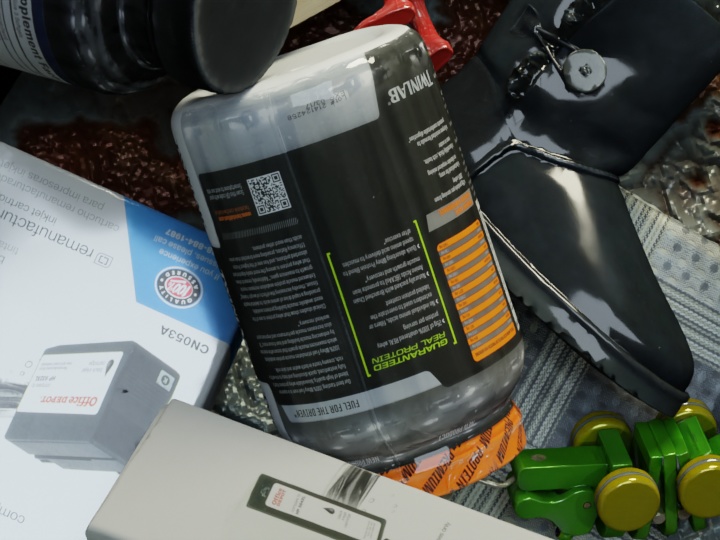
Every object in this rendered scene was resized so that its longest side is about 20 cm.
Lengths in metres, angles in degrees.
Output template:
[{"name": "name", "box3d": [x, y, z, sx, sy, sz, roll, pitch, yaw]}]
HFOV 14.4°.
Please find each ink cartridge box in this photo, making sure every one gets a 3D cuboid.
[{"name": "ink cartridge box", "box3d": [-0.149, 0.063, 1.343, 0.144, 0.084, 0.201, 24, 77, 0]}, {"name": "ink cartridge box", "box3d": [-0.011, 0.158, 1.265, 0.199, 0.146, 0.084, 18, 54, 21]}]

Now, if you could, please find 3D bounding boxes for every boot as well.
[{"name": "boot", "box3d": [0.125, -0.054, 1.341, 0.200, 0.076, 0.168, 44, 95, 13]}]

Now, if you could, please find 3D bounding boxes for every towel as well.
[{"name": "towel", "box3d": [0.088, 0.041, 1.398, 0.199, 0.035, 0.193, 31, 80, 1]}]

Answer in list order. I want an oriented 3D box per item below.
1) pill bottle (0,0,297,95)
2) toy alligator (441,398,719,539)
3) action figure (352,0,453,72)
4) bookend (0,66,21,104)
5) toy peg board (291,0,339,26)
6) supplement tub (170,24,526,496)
[{"name": "pill bottle", "box3d": [-0.131, -0.140, 1.244, 0.199, 0.112, 0.112, 16, 75, 27]}, {"name": "toy alligator", "box3d": [0.113, 0.105, 1.348, 0.199, 0.059, 0.055, -9, 122, -6]}, {"name": "action figure", "box3d": [-0.033, -0.163, 1.400, 0.099, 0.065, 0.201, -30, 50, 13]}, {"name": "bookend", "box3d": [-0.266, -0.129, 1.372, 0.198, 0.092, 0.201, 29, 77, 2]}, {"name": "toy peg board", "box3d": [-0.042, -0.232, 1.337, 0.200, 0.098, 0.199, -32, 58, -29]}, {"name": "supplement tub", "box3d": [0.000, 0.000, 1.285, 0.122, 0.123, 0.201, -20, 100, -8]}]
